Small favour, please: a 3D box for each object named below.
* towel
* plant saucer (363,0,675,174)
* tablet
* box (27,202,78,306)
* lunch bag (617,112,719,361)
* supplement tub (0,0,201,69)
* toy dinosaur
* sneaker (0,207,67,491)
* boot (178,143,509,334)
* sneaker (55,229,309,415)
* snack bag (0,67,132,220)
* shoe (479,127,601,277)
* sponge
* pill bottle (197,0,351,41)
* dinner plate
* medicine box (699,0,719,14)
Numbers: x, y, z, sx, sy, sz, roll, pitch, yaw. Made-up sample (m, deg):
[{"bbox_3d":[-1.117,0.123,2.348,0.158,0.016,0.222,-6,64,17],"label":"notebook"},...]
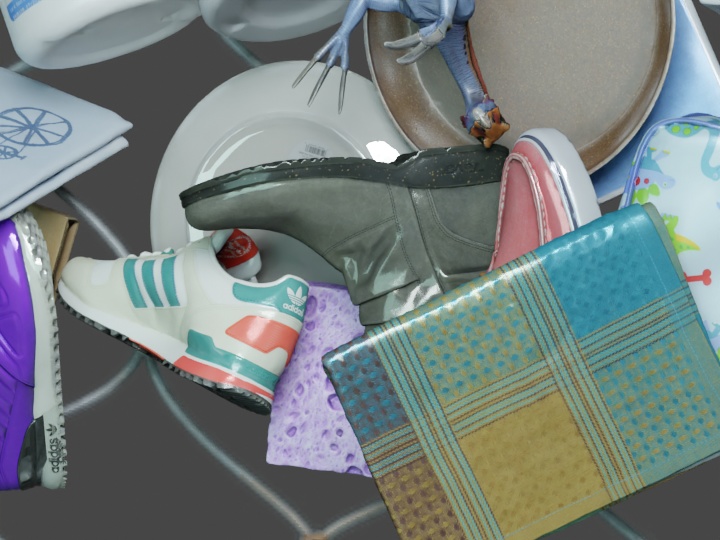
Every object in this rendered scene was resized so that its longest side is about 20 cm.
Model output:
[{"bbox_3d":[0.095,0.067,1.118,0.199,0.022,0.148,-25,100,-6],"label":"towel"},{"bbox_3d":[0.095,-0.146,1.221,0.199,0.032,0.202,4,99,29],"label":"plant saucer"},{"bbox_3d":[0.132,-0.144,1.239,0.129,0.014,0.201,-24,84,18],"label":"tablet"},{"bbox_3d":[-0.295,0.011,1.385,0.199,0.021,0.165,20,98,18],"label":"box"},{"bbox_3d":[0.235,0.006,1.165,0.199,0.082,0.162,15,97,14],"label":"lunch bag"},{"bbox_3d":[-0.179,-0.237,1.283,0.131,0.132,0.201,-21,85,18],"label":"supplement tub"},{"bbox_3d":[0.046,-0.163,1.146,0.200,0.181,0.105,-50,36,-2],"label":"toy dinosaur"},{"bbox_3d":[-0.235,0.054,1.291,0.099,0.070,0.202,-5,116,-9],"label":"sneaker"},{"bbox_3d":[0.000,0.000,1.191,0.198,0.068,0.132,-5,91,-6],"label":"boot"},{"bbox_3d":[-0.104,0.014,1.278,0.199,0.070,0.094,25,85,45],"label":"sneaker"},{"bbox_3d":[-0.271,-0.090,1.295,0.199,0.189,0.022,23,122,17],"label":"snack bag"},{"bbox_3d":[0.083,0.027,1.151,0.090,0.071,0.202,-11,102,-23],"label":"shoe"},{"bbox_3d":[0.046,0.073,1.252,0.198,0.030,0.113,7,95,12],"label":"sponge"},{"bbox_3d":[-0.060,-0.249,1.242,0.114,0.114,0.201,-19,73,18],"label":"pill bottle"},{"bbox_3d":[-0.043,-0.030,1.298,0.199,0.024,0.202,0,90,18],"label":"dinner plate"},{"bbox_3d":[0.297,-0.222,1.134,0.198,0.103,0.184,8,94,18],"label":"medicine box"}]
